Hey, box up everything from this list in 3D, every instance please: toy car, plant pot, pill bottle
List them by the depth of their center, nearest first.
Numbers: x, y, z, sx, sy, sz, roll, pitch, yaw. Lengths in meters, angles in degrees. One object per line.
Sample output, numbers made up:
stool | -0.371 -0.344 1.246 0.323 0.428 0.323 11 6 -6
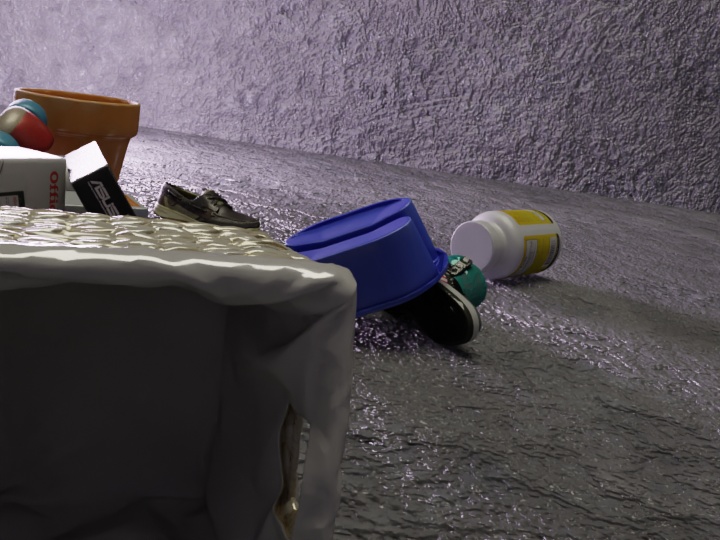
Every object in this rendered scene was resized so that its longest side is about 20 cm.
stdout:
toy car | -0.473 -0.121 1.148 0.199 0.177 0.185 34 18 -22
pill bottle | 0.238 -0.044 1.279 0.111 0.112 0.199 20 16 39
plant pot | -0.481 -0.202 1.317 0.198 0.185 0.200 8 13 -2

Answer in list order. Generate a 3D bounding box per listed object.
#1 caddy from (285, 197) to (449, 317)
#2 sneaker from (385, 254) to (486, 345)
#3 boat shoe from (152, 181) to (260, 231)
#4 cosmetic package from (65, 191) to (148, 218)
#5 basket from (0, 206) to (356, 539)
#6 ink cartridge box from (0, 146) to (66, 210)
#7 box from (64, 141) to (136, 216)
caddy | 0.000 0.000 0.888 0.199 0.106 0.142 -17 20 12
sneaker | 0.114 0.034 0.954 0.120 0.084 0.200 -9 19 -27
boat shoe | -0.258 -0.103 1.305 0.198 0.065 0.073 13 12 15
cosmetic package | -0.397 -0.064 1.043 0.199 0.072 0.101 0 16 -32
basket | -0.125 0.076 0.375 0.198 0.200 0.161 3 10 -22
ink cartridge box | -0.413 -0.052 0.817 0.084 0.147 0.200 13 14 24
box | -0.282 -0.058 0.905 0.044 0.161 0.200 -28 24 -13
